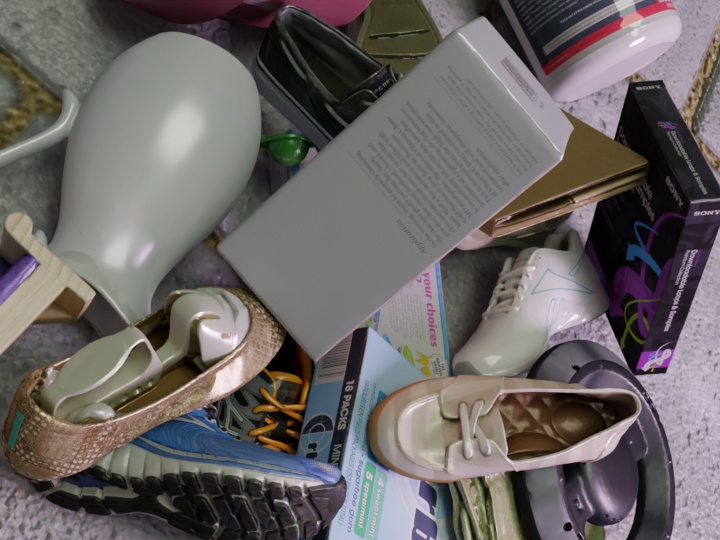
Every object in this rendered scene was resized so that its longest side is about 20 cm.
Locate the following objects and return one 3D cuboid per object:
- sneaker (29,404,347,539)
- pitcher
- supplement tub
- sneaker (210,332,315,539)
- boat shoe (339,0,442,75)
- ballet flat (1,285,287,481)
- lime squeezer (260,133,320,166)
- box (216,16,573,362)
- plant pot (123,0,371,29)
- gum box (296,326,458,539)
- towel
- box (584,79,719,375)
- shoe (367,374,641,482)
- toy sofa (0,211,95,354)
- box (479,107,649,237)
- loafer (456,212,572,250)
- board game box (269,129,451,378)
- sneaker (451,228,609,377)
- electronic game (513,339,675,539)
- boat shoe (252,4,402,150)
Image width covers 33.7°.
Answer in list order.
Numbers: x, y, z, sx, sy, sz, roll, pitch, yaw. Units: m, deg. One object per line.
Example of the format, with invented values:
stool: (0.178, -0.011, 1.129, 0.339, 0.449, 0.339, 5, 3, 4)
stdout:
sneaker: (-0.102, 0.106, 0.722, 0.199, 0.079, 0.089, 11, 47, 11)
pitcher: (-0.166, -0.066, 0.781, 0.171, 0.121, 0.201, 28, 68, -12)
supplement tub: (0.195, -0.273, 1.104, 0.140, 0.140, 0.201, -22, 84, -39)
sneaker: (-0.066, 0.101, 0.795, 0.078, 0.077, 0.201, 11, 66, -33)
boat shoe: (0.022, -0.181, 0.962, 0.074, 0.069, 0.201, 1, 56, -11)
ballet flat: (-0.115, 0.051, 0.687, 0.070, 0.065, 0.200, 39, 52, 21)
lime squeezer: (-0.046, -0.070, 0.875, 0.199, 0.038, 0.071, 34, 97, 2)
box: (0.026, -0.054, 0.749, 0.098, 0.200, 0.124, 49, 20, -3)
plant pot: (-0.078, -0.266, 0.889, 0.178, 0.199, 0.201, 16, 60, -47)
gum box: (0.029, 0.162, 0.812, 0.200, 0.044, 0.171, 42, 48, -41)
towel: (0.123, 0.167, 0.878, 0.200, 0.036, 0.149, -12, 90, -56)
box: (0.234, -0.032, 0.968, 0.036, 0.201, 0.144, -4, 46, -10)
shoe: (0.099, 0.098, 0.784, 0.199, 0.053, 0.070, 0, 70, -28)
toy sofa: (-0.247, 0.055, 0.647, 0.098, 0.083, 0.200, 43, 69, -6)
box: (0.100, -0.101, 0.933, 0.163, 0.021, 0.200, -20, 42, -30)
loafer: (0.137, -0.060, 0.998, 0.200, 0.068, 0.076, -19, 82, -53)
board game box: (0.000, 0.000, 0.913, 0.134, 0.034, 0.201, 10, 65, -32)
sneaker: (0.129, 0.029, 0.963, 0.200, 0.070, 0.081, -33, 109, -46)
electronic game: (0.178, 0.152, 0.894, 0.199, 0.041, 0.201, 18, 64, -43)
boat shoe: (0.002, -0.112, 0.837, 0.200, 0.071, 0.072, 36, 54, 13)
